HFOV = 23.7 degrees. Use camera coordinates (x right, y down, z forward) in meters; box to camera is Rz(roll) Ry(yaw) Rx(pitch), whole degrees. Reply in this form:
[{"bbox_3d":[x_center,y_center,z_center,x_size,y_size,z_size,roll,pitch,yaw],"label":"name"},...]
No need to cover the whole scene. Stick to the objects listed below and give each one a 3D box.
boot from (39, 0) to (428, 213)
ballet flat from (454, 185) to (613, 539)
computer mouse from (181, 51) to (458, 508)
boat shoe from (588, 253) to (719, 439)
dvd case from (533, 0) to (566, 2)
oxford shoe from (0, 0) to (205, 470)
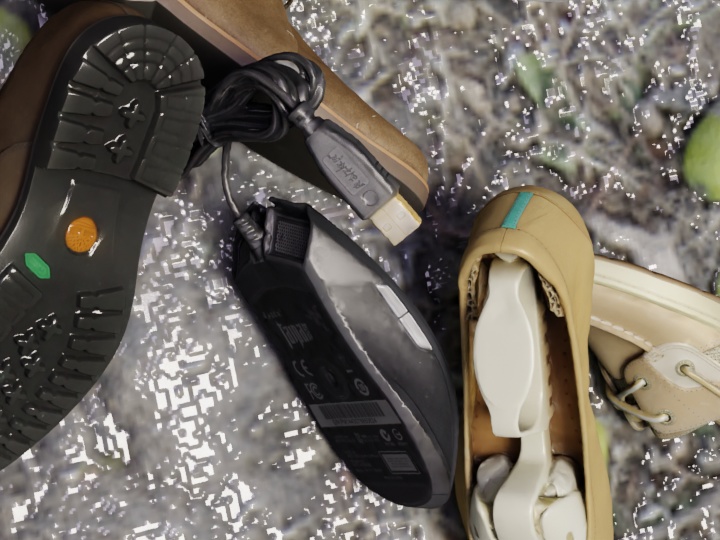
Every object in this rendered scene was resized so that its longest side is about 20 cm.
[{"bbox_3d":[-0.043,-0.099,0.691,0.199,0.074,0.076,37,67,-10],"label":"boot"},{"bbox_3d":[0.063,0.068,0.691,0.068,0.063,0.202,0,108,21],"label":"ballet flat"},{"bbox_3d":[0.000,0.000,0.664,0.046,0.140,0.201,-38,99,-29],"label":"computer mouse"},{"bbox_3d":[0.139,0.042,0.738,0.198,0.072,0.066,22,90,-13],"label":"boat shoe"},{"bbox_3d":[-0.014,-0.182,0.693,0.198,0.025,0.152,0,65,-20],"label":"dvd case"},{"bbox_3d":[-0.128,-0.010,0.660,0.072,0.084,0.201,23,99,-39],"label":"oxford shoe"}]
